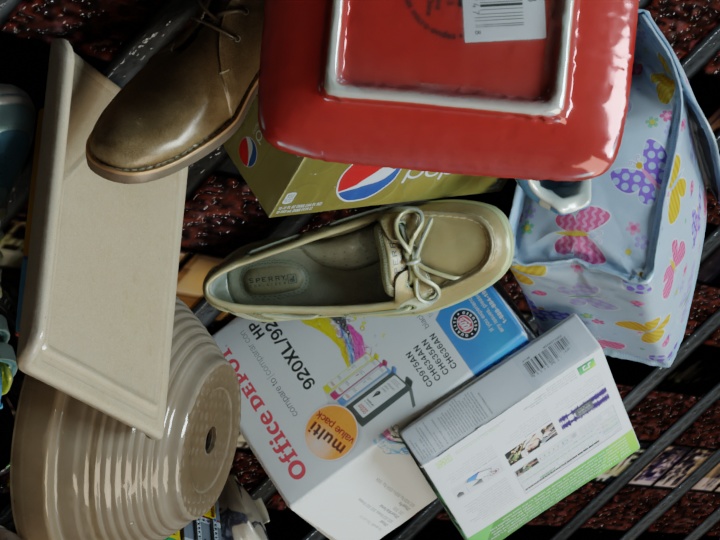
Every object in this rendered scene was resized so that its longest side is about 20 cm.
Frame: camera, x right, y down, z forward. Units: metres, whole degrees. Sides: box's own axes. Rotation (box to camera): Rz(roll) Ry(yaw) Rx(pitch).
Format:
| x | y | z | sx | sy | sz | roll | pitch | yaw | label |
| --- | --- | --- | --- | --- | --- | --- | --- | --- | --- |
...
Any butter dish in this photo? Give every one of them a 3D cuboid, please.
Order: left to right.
| x | y | z | sx | sy | sz | roll | pitch | yaw | label |
| --- | --- | --- | --- | --- | --- | --- | --- | --- | --- |
| 0.051 | -0.153 | 1.430 | 0.199 | 0.201 | 0.148 | 5 | -179 | 2 | butter dish |

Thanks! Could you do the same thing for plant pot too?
| x | y | z | sx | sy | sz | roll | pitch | yaw | label |
| --- | --- | --- | --- | --- | --- | --- | --- | --- | --- |
| -0.134 | 0.097 | 1.615 | 0.201 | 0.092 | 0.202 | 10 | 90 | -74 | plant pot |

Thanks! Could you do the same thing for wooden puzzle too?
| x | y | z | sx | sy | sz | roll | pitch | yaw | label |
| --- | --- | --- | --- | --- | --- | --- | --- | --- | --- |
| -0.149 | -0.013 | 1.470 | 0.037 | 0.186 | 0.200 | 0 | 164 | 17 | wooden puzzle |

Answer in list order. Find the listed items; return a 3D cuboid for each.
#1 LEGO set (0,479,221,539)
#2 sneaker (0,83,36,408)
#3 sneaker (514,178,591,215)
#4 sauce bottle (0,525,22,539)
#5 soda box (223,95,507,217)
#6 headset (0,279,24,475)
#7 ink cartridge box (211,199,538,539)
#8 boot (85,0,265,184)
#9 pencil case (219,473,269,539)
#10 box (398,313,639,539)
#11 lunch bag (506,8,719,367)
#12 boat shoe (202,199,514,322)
| x | y | z | sx | sy | sz | roll | pitch | yaw | label |
| --- | --- | --- | --- | --- | --- | --- | --- | --- | --- |
| -0.189 | 0.170 | 1.811 | 0.153 | 0.116 | 0.200 | 15 | 136 | -26 | LEGO set |
| -0.217 | 0.002 | 1.447 | 0.079 | 0.131 | 0.200 | -2 | 138 | -45 | sneaker |
| 0.130 | -0.121 | 1.583 | 0.072 | 0.073 | 0.200 | -21 | 137 | -23 | sneaker |
| -0.239 | 0.182 | 1.572 | 0.065 | 0.200 | 0.065 | -4 | 96 | -42 | sauce bottle |
| 0.017 | -0.086 | 1.631 | 0.200 | 0.064 | 0.068 | -9 | 144 | -41 | soda box |
| -0.231 | 0.079 | 1.650 | 0.123 | 0.094 | 0.200 | -23 | 167 | -26 | headset |
| 0.017 | 0.071 | 1.796 | 0.200 | 0.147 | 0.145 | -37 | 153 | 5 | ink cartridge box |
| -0.083 | -0.127 | 1.426 | 0.200 | 0.073 | 0.076 | -46 | 149 | -30 | boot |
| -0.154 | 0.234 | 1.951 | 0.200 | 0.078 | 0.089 | -33 | -174 | -3 | pencil case |
| 0.112 | 0.116 | 1.777 | 0.144 | 0.036 | 0.200 | -33 | 152 | -2 | box |
| 0.180 | -0.059 | 1.743 | 0.127 | 0.201 | 0.170 | 8 | 159 | 16 | lunch bag |
| -0.001 | -0.002 | 1.661 | 0.200 | 0.073 | 0.063 | -6 | -176 | 18 | boat shoe |
